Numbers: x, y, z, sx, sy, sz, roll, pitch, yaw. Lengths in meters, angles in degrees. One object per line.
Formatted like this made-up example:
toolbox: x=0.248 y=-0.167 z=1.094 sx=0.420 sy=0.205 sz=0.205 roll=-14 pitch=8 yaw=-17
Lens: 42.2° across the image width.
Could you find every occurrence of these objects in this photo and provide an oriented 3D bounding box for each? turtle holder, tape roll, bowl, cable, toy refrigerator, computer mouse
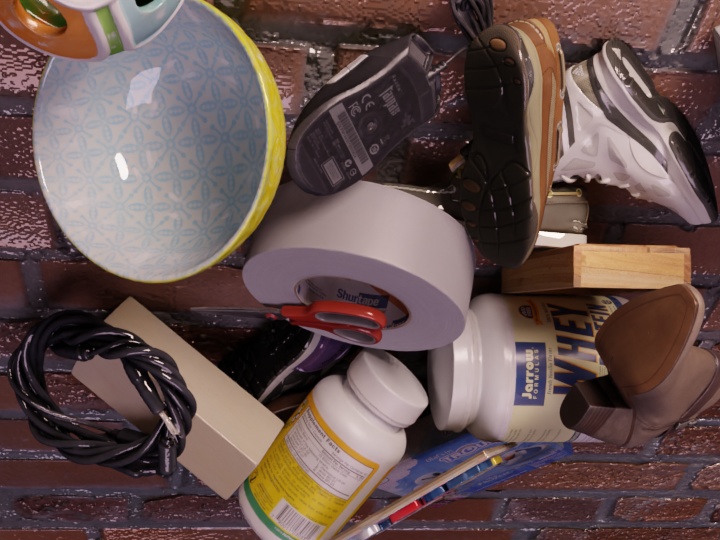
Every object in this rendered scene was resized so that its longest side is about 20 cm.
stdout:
turtle holder: x=-0.146 y=-0.209 z=0.548 sx=0.184 sy=0.132 sz=0.142 roll=-34 pitch=112 yaw=-3
tape roll: x=0.000 y=0.000 z=0.810 sx=0.196 sy=0.067 sz=0.201 roll=12 pitch=157 yaw=5
bowl: x=-0.130 y=-0.098 z=0.694 sx=0.198 sy=0.203 sz=0.107 roll=-26 pitch=176 yaw=22
cable: x=-0.249 y=0.114 z=0.872 sx=0.197 sy=0.051 sz=0.165 roll=22 pitch=126 yaw=12
toy refrigerator: x=-0.178 y=0.124 z=0.920 sx=0.199 sy=0.070 sz=0.076 roll=39 pitch=129 yaw=-2
computer mouse: x=0.033 y=-0.119 z=0.719 sx=0.200 sy=0.046 sz=0.141 roll=-42 pitch=133 yaw=-4

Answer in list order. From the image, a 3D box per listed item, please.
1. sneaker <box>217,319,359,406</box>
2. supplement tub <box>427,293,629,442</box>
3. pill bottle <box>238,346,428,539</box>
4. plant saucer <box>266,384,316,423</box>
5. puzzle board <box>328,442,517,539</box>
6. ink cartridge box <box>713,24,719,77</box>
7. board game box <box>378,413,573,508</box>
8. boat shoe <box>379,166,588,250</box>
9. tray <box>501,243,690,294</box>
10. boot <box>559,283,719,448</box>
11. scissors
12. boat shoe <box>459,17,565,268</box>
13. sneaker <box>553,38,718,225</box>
sneaker: x=-0.076 y=0.107 z=0.972 sx=0.087 sy=0.077 sz=0.199 roll=16 pitch=140 yaw=-39
supplement tub: x=0.174 y=0.097 z=0.929 sx=0.196 sy=0.147 sz=0.146 roll=1 pitch=138 yaw=-8
pill bottle: x=-0.025 y=0.178 z=0.929 sx=0.112 sy=0.113 sz=0.201 roll=28 pitch=108 yaw=-32
plant saucer: x=-0.045 y=0.178 z=1.062 sx=0.196 sy=0.035 sz=0.202 roll=-6 pitch=147 yaw=-4
puzzle board: x=0.059 y=0.226 z=0.919 sx=0.198 sy=0.018 sz=0.150 roll=-33 pitch=163 yaw=14
ink cartridge box: x=0.389 y=-0.126 z=0.706 sx=0.197 sy=0.146 sz=0.146 roll=-19 pitch=137 yaw=14
board game box: x=0.124 y=0.214 z=1.101 sx=0.198 sy=0.044 sz=0.198 roll=-28 pitch=145 yaw=22
boat shoe: x=0.104 y=-0.057 z=0.817 sx=0.198 sy=0.062 sz=0.072 roll=8 pitch=178 yaw=-9
tray: x=0.199 y=0.001 z=0.823 sx=0.097 sy=0.038 sz=0.200 roll=1 pitch=176 yaw=-7
boot: x=0.263 y=0.082 z=0.790 sx=0.144 sy=0.071 sz=0.201 roll=2 pitch=142 yaw=-29
scissors: x=-0.070 y=0.036 z=0.833 sx=0.196 sy=0.014 sz=0.073 roll=10 pitch=158 yaw=13
boat shoe: x=0.126 y=-0.096 z=0.717 sx=0.073 sy=0.075 sz=0.203 roll=-33 pitch=137 yaw=-33
sneaker: x=0.215 y=-0.096 z=0.790 sx=0.114 sy=0.077 sz=0.200 roll=-26 pitch=127 yaw=34
